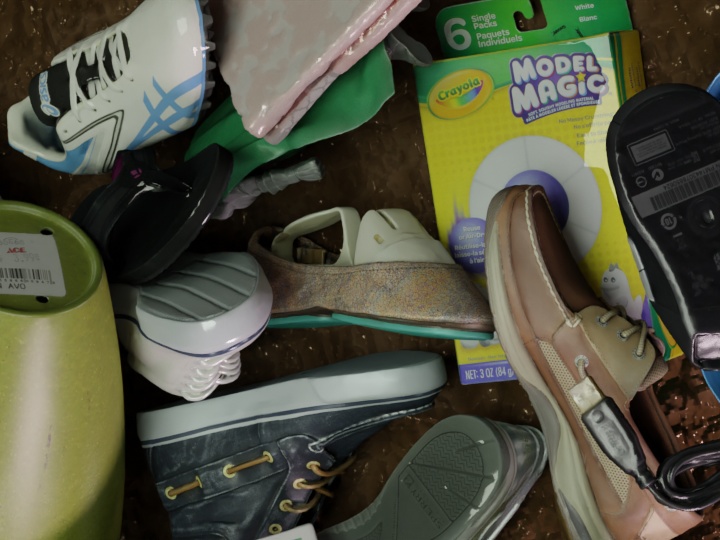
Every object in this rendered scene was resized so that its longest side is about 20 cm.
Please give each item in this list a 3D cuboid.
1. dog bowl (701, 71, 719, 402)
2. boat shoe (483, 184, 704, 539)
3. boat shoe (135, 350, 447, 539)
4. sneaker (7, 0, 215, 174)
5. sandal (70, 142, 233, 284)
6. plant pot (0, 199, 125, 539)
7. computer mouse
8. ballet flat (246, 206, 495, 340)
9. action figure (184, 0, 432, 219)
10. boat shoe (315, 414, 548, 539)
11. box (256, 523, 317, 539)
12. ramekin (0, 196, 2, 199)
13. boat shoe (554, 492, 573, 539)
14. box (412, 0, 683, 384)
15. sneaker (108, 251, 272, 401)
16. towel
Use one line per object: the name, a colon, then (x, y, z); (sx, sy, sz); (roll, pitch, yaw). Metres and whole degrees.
dog bowl: (0.227, -0.017, 1.413); (0.111, 0.050, 0.201); (1, 98, 26)
boat shoe: (0.120, 0.047, 1.417); (0.072, 0.076, 0.201); (-17, 100, 23)
boat shoe: (-0.030, 0.102, 1.548); (0.200, 0.071, 0.091); (-14, 92, 34)
sneaker: (-0.133, -0.100, 1.519); (0.200, 0.072, 0.072); (-35, 62, 57)
sandal: (-0.130, -0.030, 1.520); (0.200, 0.048, 0.076); (-18, 45, 60)
plant pot: (-0.202, 0.067, 1.526); (0.187, 0.187, 0.200); (34, 130, 18)
computer mouse: (0.152, 0.019, 1.375); (0.140, 0.046, 0.201); (-28, 87, -12)
ballet flat: (0.000, 0.000, 1.488); (0.200, 0.068, 0.068); (2, 89, 49)
action figure: (-0.041, -0.082, 1.515); (0.200, 0.055, 0.118); (-37, 36, 36)
boat shoe: (0.023, 0.155, 1.530); (0.202, 0.065, 0.075); (-50, 59, 24)
box: (-0.066, 0.248, 1.478); (0.144, 0.036, 0.201); (-15, 73, -7)
ramekin: (-0.306, -0.024, 1.597); (0.202, 0.202, 0.094); (-40, 68, 25)
boat shoe: (0.168, 0.193, 1.467); (0.069, 0.071, 0.200); (-29, 75, 0)
box: (0.097, -0.046, 1.475); (0.117, 0.048, 0.201); (-8, 92, 26)
sneaker: (-0.086, 0.032, 1.520); (0.073, 0.200, 0.071); (-25, 102, -12)
towel: (-0.018, -0.193, 1.470); (0.191, 0.032, 0.200); (-44, 48, 26)
